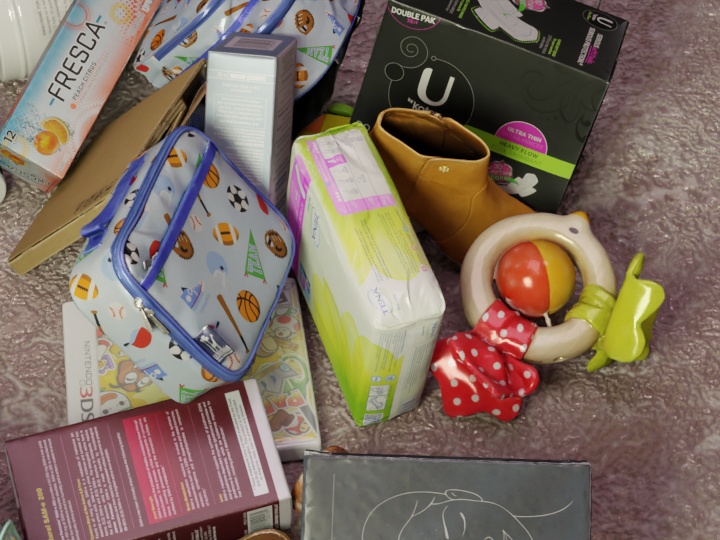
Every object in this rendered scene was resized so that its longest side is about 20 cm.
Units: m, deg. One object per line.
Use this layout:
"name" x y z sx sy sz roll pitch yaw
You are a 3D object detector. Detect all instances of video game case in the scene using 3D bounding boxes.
"video game case" -0.140 0.087 1.646 0.199 0.023 0.183 -6 47 -5

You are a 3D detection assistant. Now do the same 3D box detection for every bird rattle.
"bird rattle" 0.143 0.033 1.639 0.199 0.113 0.164 -16 64 0

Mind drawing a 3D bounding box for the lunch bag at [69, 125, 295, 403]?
"lunch bag" -0.135 -0.007 1.538 0.075 0.160 0.200 -26 28 32

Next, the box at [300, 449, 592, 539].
"box" 0.055 0.230 1.388 0.196 0.124 0.201 2 80 1

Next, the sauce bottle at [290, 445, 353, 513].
"sauce bottle" 0.038 0.209 1.504 0.200 0.066 0.066 37 57 23

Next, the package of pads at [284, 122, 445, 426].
"package of pads" 0.000 0.000 1.615 0.068 0.155 0.201 -14 59 -17

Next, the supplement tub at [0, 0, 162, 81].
"supplement tub" -0.257 -0.262 1.898 0.199 0.132 0.132 -15 49 -14

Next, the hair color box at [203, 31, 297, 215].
"hair color box" -0.094 -0.089 1.675 0.060 0.201 0.099 6 16 7

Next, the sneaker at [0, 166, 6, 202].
"sneaker" -0.415 -0.109 1.785 0.199 0.071 0.099 7 40 -19

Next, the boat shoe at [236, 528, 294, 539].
"boat shoe" -0.115 0.247 1.464 0.072 0.068 0.200 31 53 28

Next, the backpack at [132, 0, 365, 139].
"backpack" -0.096 -0.206 1.790 0.190 0.154 0.201 -25 36 30

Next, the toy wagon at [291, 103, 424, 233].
"toy wagon" 0.020 -0.079 1.788 0.199 0.040 0.156 11 48 10

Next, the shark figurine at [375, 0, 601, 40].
"shark figurine" 0.120 -0.203 1.874 0.213 0.090 0.129 -1 48 2

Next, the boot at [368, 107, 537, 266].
"boot" 0.092 -0.065 1.676 0.200 0.144 0.071 20 67 -6

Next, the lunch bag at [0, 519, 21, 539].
"lunch bag" -0.288 0.226 1.415 0.122 0.171 0.200 -27 52 -13

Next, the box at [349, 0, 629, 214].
"box" 0.112 -0.167 1.760 0.199 0.149 0.124 21 36 4

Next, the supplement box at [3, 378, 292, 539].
"supplement box" -0.161 0.163 1.533 0.199 0.061 0.109 -13 61 -10

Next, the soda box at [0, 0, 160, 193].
"soda box" -0.252 -0.171 1.780 0.068 0.064 0.201 31 70 -12

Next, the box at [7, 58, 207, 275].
"box" -0.210 -0.086 1.700 0.021 0.200 0.164 41 56 -17
